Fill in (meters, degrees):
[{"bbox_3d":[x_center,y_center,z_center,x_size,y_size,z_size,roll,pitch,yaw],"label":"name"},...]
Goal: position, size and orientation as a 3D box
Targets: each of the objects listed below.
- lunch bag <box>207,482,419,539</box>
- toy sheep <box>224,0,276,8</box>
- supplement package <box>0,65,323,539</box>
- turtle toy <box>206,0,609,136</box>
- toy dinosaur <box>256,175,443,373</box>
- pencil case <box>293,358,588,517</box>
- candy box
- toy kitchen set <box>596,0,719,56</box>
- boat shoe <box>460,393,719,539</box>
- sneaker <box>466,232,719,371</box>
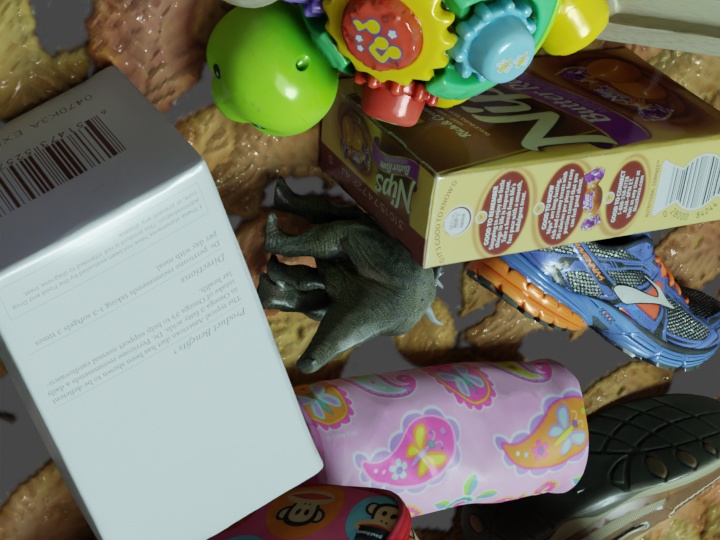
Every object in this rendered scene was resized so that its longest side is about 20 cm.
[{"bbox_3d":[-0.070,0.192,0.880,0.177,0.198,0.082,-56,130,-42],"label":"lunch bag"},{"bbox_3d":[-0.058,-0.210,0.711,0.136,0.138,0.203,-12,104,-26],"label":"toy sheep"},{"bbox_3d":[-0.115,0.027,0.830,0.116,0.117,0.201,-29,129,-15],"label":"supplement package"},{"bbox_3d":[0.010,-0.125,0.799,0.146,0.199,0.101,51,44,-18],"label":"turtle toy"},{"bbox_3d":[0.000,0.000,0.878,0.101,0.200,0.078,8,100,0],"label":"toy dinosaur"},{"bbox_3d":[0.036,0.101,0.998,0.198,0.087,0.088,-7,122,-29],"label":"pencil case"},{"bbox_3d":[0.092,-0.063,0.906,0.198,0.117,0.057,-11,124,-27],"label":"candy box"},{"bbox_3d":[0.131,-0.238,0.854,0.201,0.178,0.165,-58,152,-46],"label":"toy kitchen set"},{"bbox_3d":[0.157,0.145,1.114,0.198,0.076,0.074,-21,133,-10],"label":"boat shoe"},{"bbox_3d":[0.156,0.003,1.020,0.199,0.075,0.079,18,104,-40],"label":"sneaker"}]
